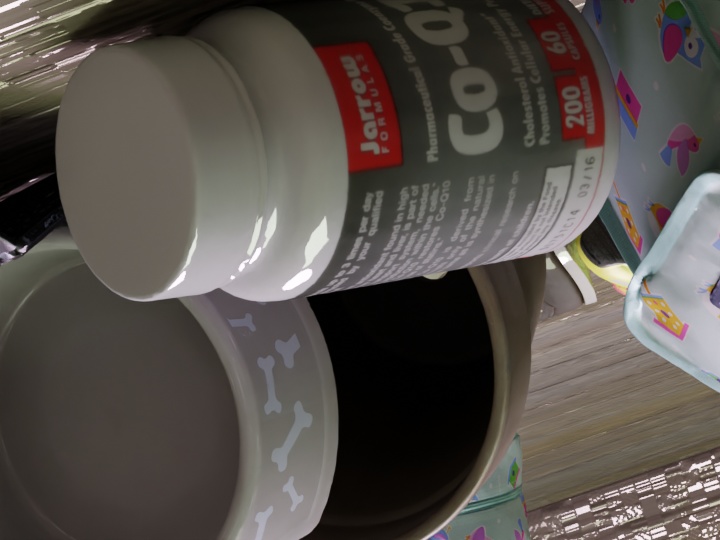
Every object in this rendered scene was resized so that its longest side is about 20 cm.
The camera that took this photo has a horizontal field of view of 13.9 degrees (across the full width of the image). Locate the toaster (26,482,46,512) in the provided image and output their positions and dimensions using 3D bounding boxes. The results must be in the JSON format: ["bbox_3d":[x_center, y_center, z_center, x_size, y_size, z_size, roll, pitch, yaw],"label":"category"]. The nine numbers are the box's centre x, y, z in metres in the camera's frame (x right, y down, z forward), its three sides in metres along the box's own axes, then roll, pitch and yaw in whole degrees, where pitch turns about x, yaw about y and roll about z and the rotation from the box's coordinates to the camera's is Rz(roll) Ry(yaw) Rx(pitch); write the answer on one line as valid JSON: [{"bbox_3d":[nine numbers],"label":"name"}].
[{"bbox_3d":[-0.148,0.063,1.447,0.113,0.129,0.200,-21,170,15],"label":"toaster"}]

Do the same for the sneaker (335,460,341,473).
[{"bbox_3d":[-0.042,0.118,1.472,0.072,0.072,0.200,-37,-174,-7],"label":"sneaker"}]

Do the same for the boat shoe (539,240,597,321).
[{"bbox_3d":[0.095,-0.003,1.660,0.060,0.072,0.202,-22,172,3],"label":"boat shoe"}]

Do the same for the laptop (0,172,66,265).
[{"bbox_3d":[-0.209,-0.029,1.207,0.177,0.103,0.200,-24,-167,34],"label":"laptop"}]

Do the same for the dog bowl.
[{"bbox_3d":[-0.111,0.064,1.282,0.200,0.200,0.059,-23,179,25],"label":"dog bowl"}]

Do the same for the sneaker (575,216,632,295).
[{"bbox_3d":[0.167,-0.011,1.646,0.090,0.078,0.200,-40,164,29],"label":"sneaker"}]

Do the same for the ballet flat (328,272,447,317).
[{"bbox_3d":[0.000,0.000,1.508,0.200,0.075,0.068,-9,129,-39],"label":"ballet flat"}]

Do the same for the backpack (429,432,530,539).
[{"bbox_3d":[0.002,0.118,1.628,0.167,0.127,0.200,-16,-173,-33],"label":"backpack"}]

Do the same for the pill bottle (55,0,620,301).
[{"bbox_3d":[-0.008,-0.050,1.143,0.200,0.114,0.114,-10,167,-36],"label":"pill bottle"}]

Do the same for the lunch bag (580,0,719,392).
[{"bbox_3d":[0.166,-0.041,1.166,0.122,0.200,0.170,-15,159,-16],"label":"lunch bag"}]

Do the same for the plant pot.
[{"bbox_3d":[0.005,0.015,1.358,0.200,0.200,0.174,-23,-176,28],"label":"plant pot"}]
